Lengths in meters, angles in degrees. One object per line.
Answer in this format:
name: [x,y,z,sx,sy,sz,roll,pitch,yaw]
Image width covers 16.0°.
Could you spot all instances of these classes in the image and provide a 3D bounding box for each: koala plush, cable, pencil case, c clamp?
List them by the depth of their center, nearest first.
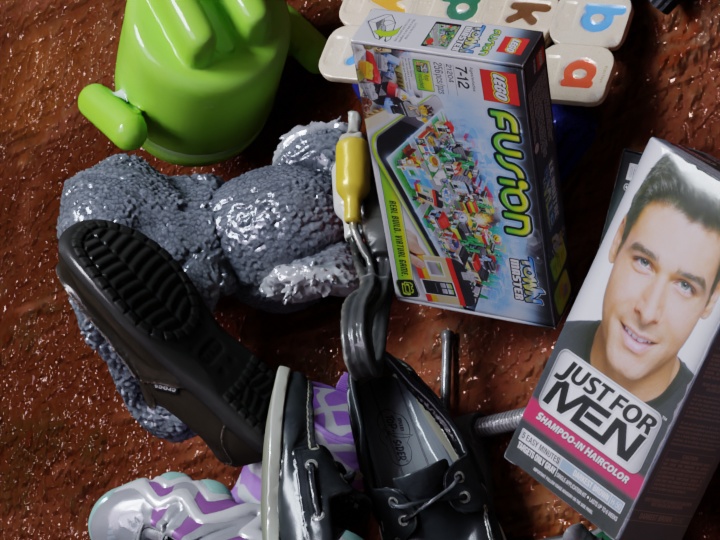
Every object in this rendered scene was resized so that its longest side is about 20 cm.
c clamp: [0.105,0.112,1.562,0.199,0.027,0.172,-9,74,50]
cable: [0.000,0.000,1.619,0.050,0.097,0.201,-1,50,12]
pencil case: [-0.053,0.169,1.707,0.084,0.085,0.201,33,111,10]
koala plush: [-0.083,-0.014,1.732,0.199,0.184,0.178,-15,43,20]

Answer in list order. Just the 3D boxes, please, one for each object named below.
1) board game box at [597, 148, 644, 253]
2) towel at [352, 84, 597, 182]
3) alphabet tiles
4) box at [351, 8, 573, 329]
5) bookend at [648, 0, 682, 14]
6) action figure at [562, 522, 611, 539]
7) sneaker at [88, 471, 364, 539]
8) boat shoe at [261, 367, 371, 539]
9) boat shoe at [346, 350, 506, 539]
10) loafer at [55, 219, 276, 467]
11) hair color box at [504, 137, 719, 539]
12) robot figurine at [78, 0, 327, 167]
board game box: [0.212,0.017,1.436,0.199,0.028,0.136,19,96,45]
towel: [0.073,-0.110,1.649,0.148,0.049,0.201,-58,43,34]
alphabet tiles: [0.077,-0.158,1.593,0.194,0.015,0.201,6,62,26]
box: [0.063,-0.059,1.523,0.109,0.201,0.035,10,44,24]
bookend: [0.111,-0.277,1.509,0.092,0.199,0.199,-45,47,24]
action figure: [0.176,0.224,1.421,0.200,0.054,0.119,44,116,36]
sneaker: [-0.098,0.192,1.605,0.199,0.140,0.078,9,110,17]
boat shoe: [-0.026,0.149,1.536,0.075,0.066,0.200,95,176,-52]
boat shoe: [0.038,0.128,1.562,0.074,0.066,0.200,-19,55,4]
loafer: [-0.127,0.055,1.639,0.200,0.073,0.071,47,129,4]
hair color box: [0.167,0.040,1.413,0.099,0.060,0.201,35,106,42]
robot figurine: [-0.112,-0.148,1.791,0.116,0.175,0.200,58,160,15]
